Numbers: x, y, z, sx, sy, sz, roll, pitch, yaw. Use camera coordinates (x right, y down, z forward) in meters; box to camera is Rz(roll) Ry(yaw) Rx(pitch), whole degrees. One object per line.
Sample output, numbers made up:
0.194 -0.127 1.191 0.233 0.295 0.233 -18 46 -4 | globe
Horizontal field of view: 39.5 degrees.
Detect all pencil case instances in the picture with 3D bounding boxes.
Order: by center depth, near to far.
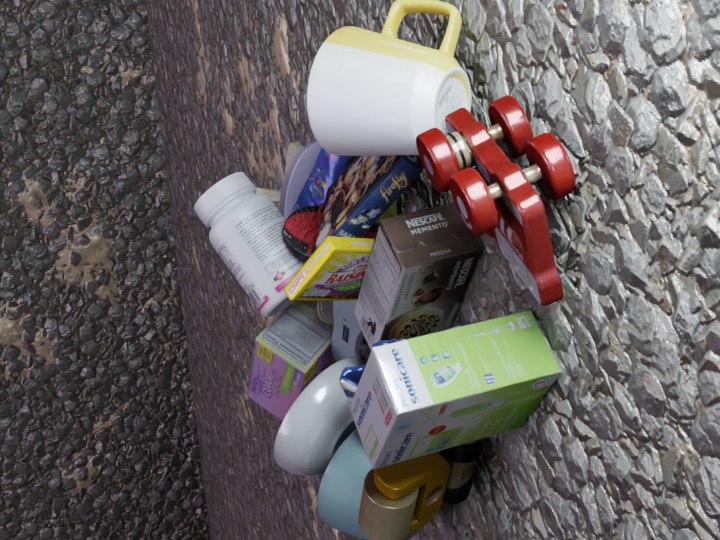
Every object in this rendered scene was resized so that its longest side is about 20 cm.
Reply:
-0.040 -0.142 1.495 0.087 0.078 0.201 52 130 39 | pencil case

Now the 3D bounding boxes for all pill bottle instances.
-0.155 -0.041 1.509 0.200 0.113 0.113 54 157 6 | pill bottle

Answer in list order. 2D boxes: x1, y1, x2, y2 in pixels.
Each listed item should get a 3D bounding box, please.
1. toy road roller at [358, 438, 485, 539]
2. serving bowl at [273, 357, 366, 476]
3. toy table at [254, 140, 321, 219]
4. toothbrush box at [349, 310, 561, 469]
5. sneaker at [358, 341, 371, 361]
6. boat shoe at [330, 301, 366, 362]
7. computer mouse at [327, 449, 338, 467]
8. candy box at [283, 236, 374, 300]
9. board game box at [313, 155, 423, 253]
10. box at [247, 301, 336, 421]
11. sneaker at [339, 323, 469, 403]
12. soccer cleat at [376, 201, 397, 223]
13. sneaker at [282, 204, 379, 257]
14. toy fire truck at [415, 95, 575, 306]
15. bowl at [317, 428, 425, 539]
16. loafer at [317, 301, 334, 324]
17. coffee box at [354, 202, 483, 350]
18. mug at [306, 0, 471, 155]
0.058 0.251 1.328 0.146 0.199 0.123 39 139 32 | toy road roller
-0.036 0.229 1.493 0.066 0.200 0.201 34 139 26 | serving bowl
-0.095 -0.110 1.623 0.117 0.183 0.201 10 80 56 | toy table
0.103 0.135 1.130 0.146 0.199 0.086 109 145 -54 | toothbrush box
0.055 0.139 1.437 0.091 0.076 0.200 59 -179 22 | sneaker
0.010 0.060 1.499 0.071 0.091 0.201 41 145 22 | boat shoe
0.016 0.282 1.527 0.034 0.200 0.059 34 110 26 | computer mouse
0.000 0.000 1.317 0.102 0.199 0.026 -51 59 28 | candy box
0.014 -0.114 1.294 0.200 0.034 0.136 -46 23 38 | board game box
-0.082 0.119 1.631 0.096 0.200 0.176 33 144 13 | box
0.059 0.119 1.277 0.088 0.200 0.075 46 -158 -20 | sneaker
0.034 -0.131 1.394 0.084 0.064 0.201 44 142 45 | soccer cleat
-0.020 -0.028 1.449 0.096 0.199 0.080 71 -140 -60 | sneaker
0.146 -0.075 1.057 0.200 0.112 0.168 -121 9 -47 | toy fire truck
0.045 0.316 1.451 0.105 0.200 0.202 33 134 37 | bowl
-0.015 -0.016 1.545 0.063 0.072 0.201 -114 42 -75 | loafer
0.070 0.015 1.289 0.200 0.112 0.080 106 145 -51 | coffee box
0.043 -0.215 1.145 0.153 0.149 0.188 14 108 34 | mug
